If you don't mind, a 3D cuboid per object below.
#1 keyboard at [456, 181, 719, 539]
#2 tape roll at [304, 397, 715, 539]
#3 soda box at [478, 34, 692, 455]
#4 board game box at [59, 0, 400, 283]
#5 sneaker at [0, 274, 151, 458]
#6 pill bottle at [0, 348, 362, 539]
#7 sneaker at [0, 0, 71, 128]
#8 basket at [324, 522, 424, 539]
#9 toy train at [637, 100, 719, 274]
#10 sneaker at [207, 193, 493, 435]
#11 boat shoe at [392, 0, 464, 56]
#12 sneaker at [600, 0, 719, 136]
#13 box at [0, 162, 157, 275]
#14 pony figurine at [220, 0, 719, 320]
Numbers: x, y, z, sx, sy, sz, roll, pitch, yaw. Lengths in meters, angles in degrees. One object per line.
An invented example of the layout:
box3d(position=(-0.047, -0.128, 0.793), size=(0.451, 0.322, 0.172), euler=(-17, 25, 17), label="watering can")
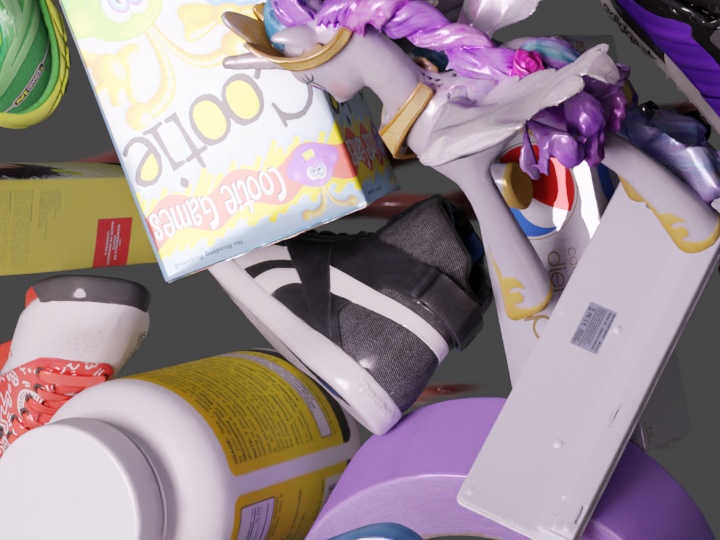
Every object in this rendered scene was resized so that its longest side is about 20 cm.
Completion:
box3d(position=(0.111, 0.029, 0.963), size=(0.056, 0.011, 0.200), euler=(22, 69, 19), label="keyboard")
box3d(position=(0.070, 0.160, 1.021), size=(0.200, 0.066, 0.200), euler=(11, 125, 16), label="tape roll")
box3d(position=(0.101, -0.010, 1.031), size=(0.064, 0.068, 0.200), euler=(-12, 89, 28), label="soda box")
box3d(position=(-0.069, -0.110, 1.010), size=(0.103, 0.105, 0.200), euler=(-20, 93, 11), label="board game box")
box3d(position=(-0.158, 0.077, 1.121), size=(0.201, 0.067, 0.108), euler=(143, 133, -60), label="sneaker")
box3d(position=(-0.091, 0.104, 1.068), size=(0.112, 0.200, 0.113), euler=(3, 96, 27), label="pill bottle")
box3d(position=(-0.216, -0.175, 1.174), size=(0.074, 0.084, 0.200), euler=(-22, 84, 28), label="sneaker")
box3d(position=(-0.036, 0.211, 0.940), size=(0.200, 0.139, 0.177), euler=(-18, 99, 17), label="basket")
box3d(position=(0.193, -0.001, 1.006), size=(0.200, 0.034, 0.046), euler=(49, 124, 15), label="toy train")
box3d(position=(0.000, 0.000, 1.079), size=(0.112, 0.073, 0.200), euler=(-42, 36, -6), label="sneaker")
box3d(position=(0.061, -0.167, 1.041), size=(0.200, 0.063, 0.073), euler=(-36, 79, 26), label="boat shoe")
box3d(position=(0.175, -0.104, 0.956), size=(0.070, 0.100, 0.200), euler=(-45, 72, -7), label="sneaker")
box3d(position=(-0.158, -0.028, 1.091), size=(0.075, 0.200, 0.050), euler=(9, 96, 26), label="box")
box3d(position=(0.063, -0.075, 0.899), size=(0.193, 0.200, 0.167), euler=(-23, 40, 41), label="pony figurine")
